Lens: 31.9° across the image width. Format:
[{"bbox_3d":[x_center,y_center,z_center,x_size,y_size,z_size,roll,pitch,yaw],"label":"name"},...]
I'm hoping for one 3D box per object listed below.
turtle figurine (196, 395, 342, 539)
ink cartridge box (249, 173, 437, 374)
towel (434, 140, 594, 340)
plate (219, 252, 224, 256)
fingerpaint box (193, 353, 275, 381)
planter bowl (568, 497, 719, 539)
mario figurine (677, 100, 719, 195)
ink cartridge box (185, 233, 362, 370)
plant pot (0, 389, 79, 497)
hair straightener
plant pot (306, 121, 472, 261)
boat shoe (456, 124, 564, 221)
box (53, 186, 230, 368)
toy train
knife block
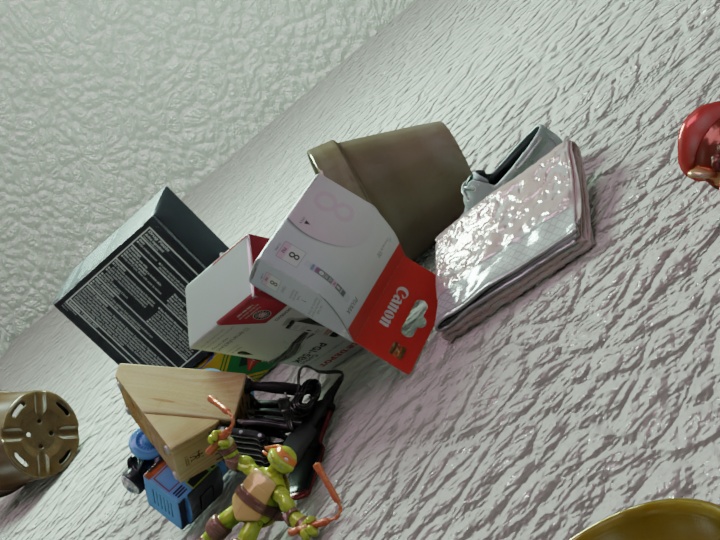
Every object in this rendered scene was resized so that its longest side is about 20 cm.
[{"bbox_3d":[-0.114,0.228,1.250,0.162,0.200,0.064,-54,-30,1],"label":"turtle figurine"},{"bbox_3d":[0.000,0.000,1.375,0.163,0.199,0.057,-59,-5,-45],"label":"ink cartridge box"},{"bbox_3d":[0.158,-0.035,1.349,0.200,0.032,0.191,-36,25,25],"label":"towel"},{"bbox_3d":[-0.081,0.019,1.645,0.200,0.199,0.032,-142,61,-75],"label":"plate"},{"bbox_3d":[-0.160,0.089,1.805,0.167,0.073,0.200,-42,15,7],"label":"fingerpaint box"},{"bbox_3d":[0.143,0.220,0.642,0.200,0.083,0.201,-40,16,14],"label":"planter bowl"},{"bbox_3d":[0.336,-0.076,1.009,0.123,0.107,0.200,-10,20,-16],"label":"mario figurine"},{"bbox_3d":[-0.081,0.042,1.457,0.147,0.199,0.083,-37,51,44],"label":"ink cartridge box"},{"bbox_3d":[-0.610,0.297,2.222,0.198,0.200,0.201,-15,31,47],"label":"plant pot"},{"bbox_3d":[-0.056,0.157,1.354,0.041,0.077,0.200,-15,25,26],"label":"hair straightener"},{"bbox_3d":[0.051,-0.098,1.598,0.173,0.201,0.200,-26,15,-1],"label":"plant pot"},{"bbox_3d":[0.156,-0.092,1.474,0.201,0.072,0.070,-42,16,12],"label":"boat shoe"},{"bbox_3d":[-0.274,0.030,1.740,0.198,0.200,0.123,-38,18,18],"label":"box"},{"bbox_3d":[-0.189,0.205,1.493,0.200,0.114,0.087,-43,-24,-32],"label":"toy train"},{"bbox_3d":[-0.159,0.151,1.429,0.175,0.064,0.200,-29,49,-22],"label":"knife block"}]
